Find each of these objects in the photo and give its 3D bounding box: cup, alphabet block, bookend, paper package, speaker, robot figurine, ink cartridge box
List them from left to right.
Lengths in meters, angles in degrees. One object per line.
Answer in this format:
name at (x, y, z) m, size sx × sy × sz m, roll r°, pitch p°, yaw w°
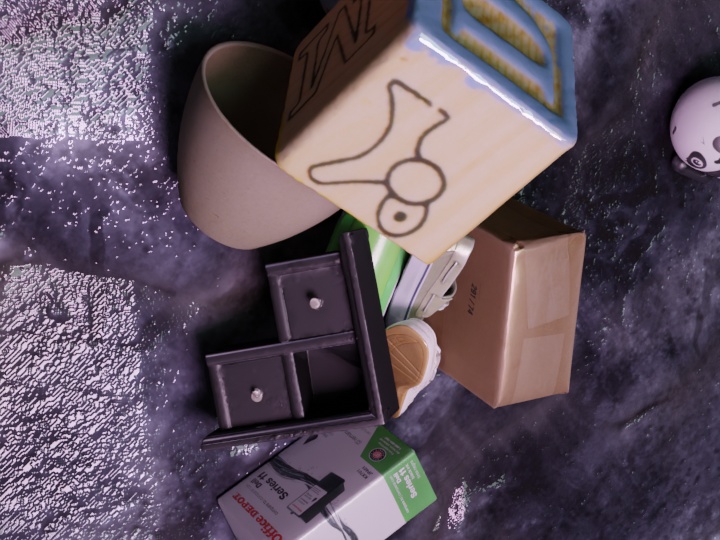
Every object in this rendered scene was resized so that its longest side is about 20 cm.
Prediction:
cup at (-0.100, -0.104, 1.384) m, size 0.200 × 0.200 × 0.143 m, roll 11°, pitch 130°, yaw -36°
bookend at (-0.077, 0.071, 1.476) m, size 0.198 × 0.092 × 0.200 m, roll -9°, pitch 92°, yaw 12°
ink cartridge box at (-0.040, 0.259, 1.592) m, size 0.200 × 0.147 × 0.083 m, roll -35°, pitch 124°, yaw -17°
speaker at (0.000, 0.000, 1.545) m, size 0.088 × 0.088 × 0.200 m, roll 15°, pitch 101°, yaw -37°
alphabet block at (0.062, -0.164, 1.292) m, size 0.195 × 0.197 × 0.200 m, roll 34°, pitch 128°, yaw -21°
paper package at (0.153, 0.026, 1.590) m, size 0.103 × 0.191 × 0.200 m, roll -9°, pitch 114°, yaw -28°
robot figurine at (0.479, -0.169, 1.764) m, size 0.200 × 0.125 × 0.150 m, roll 12°, pitch 103°, yaw -37°

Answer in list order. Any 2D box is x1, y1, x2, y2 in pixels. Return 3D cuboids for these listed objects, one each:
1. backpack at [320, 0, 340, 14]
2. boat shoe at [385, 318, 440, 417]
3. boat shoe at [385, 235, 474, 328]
backpack at (0.062, -0.305, 1.414) m, size 0.176 × 0.153 × 0.200 m, roll 31°, pitch 100°, yaw -42°
boat shoe at (0.057, 0.097, 1.596) m, size 0.069 × 0.071 × 0.200 m, roll -39°, pitch 167°, yaw -24°
boat shoe at (0.074, 0.018, 1.557) m, size 0.200 × 0.062 × 0.072 m, roll 108°, pitch 5°, yaw -58°
